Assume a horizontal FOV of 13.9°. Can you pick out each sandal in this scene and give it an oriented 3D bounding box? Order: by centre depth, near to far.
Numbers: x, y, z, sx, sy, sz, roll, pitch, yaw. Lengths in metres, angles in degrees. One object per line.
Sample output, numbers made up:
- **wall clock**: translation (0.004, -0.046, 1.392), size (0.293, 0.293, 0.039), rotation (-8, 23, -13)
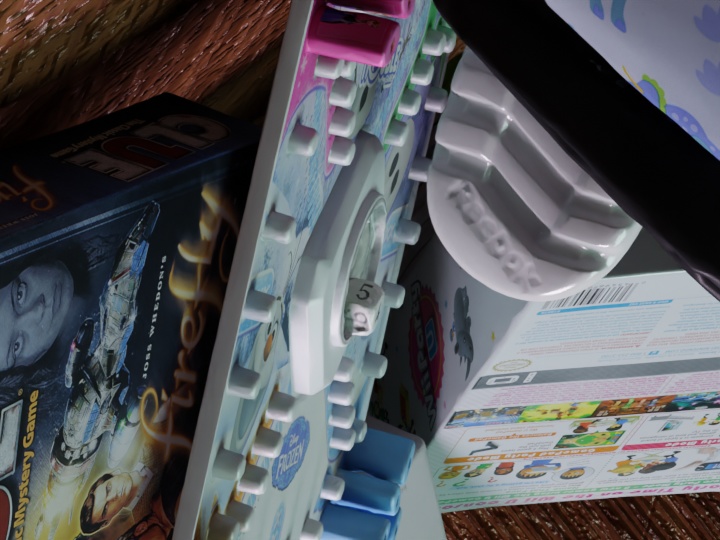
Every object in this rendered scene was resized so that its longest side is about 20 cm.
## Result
- **sandal**: translation (0.077, -0.086, 0.757), size (0.203, 0.082, 0.050), rotation (-58, 168, 24)

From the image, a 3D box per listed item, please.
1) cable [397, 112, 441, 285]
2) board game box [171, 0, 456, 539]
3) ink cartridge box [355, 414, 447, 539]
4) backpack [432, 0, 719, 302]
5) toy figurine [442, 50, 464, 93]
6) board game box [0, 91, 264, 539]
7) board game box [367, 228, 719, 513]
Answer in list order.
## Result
- **cable**: translation (0.101, -0.013, 1.062), size (0.199, 0.069, 0.200), rotation (-12, 153, 3)
- **board game box**: translation (0.000, 0.000, 0.794), size (0.200, 0.026, 0.201), rotation (-27, 131, -76)
- **ink cartridge box**: translation (-0.026, 0.125, 1.009), size (0.067, 0.116, 0.200), rotation (-47, 143, -31)
- **backpack**: translation (0.116, -0.095, 0.640), size (0.200, 0.163, 0.154), rotation (-48, 159, 15)
- **toy figurine**: translation (0.098, -0.091, 1.125), size (0.199, 0.151, 0.184), rotation (-18, 167, 8)
- **board game box**: translation (-0.084, 0.069, 0.698), size (0.135, 0.035, 0.201), rotation (-27, 132, -57)
- **board game box**: translation (0.093, 0.014, 0.955), size (0.147, 0.064, 0.200), rotation (-3, 155, -17)
